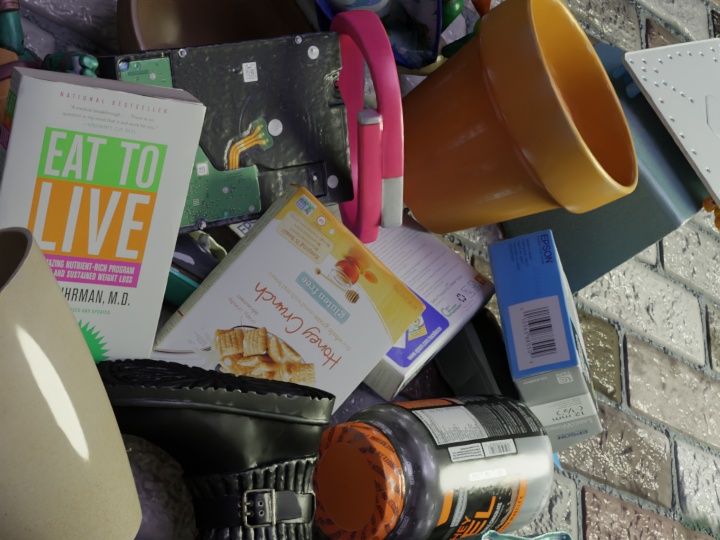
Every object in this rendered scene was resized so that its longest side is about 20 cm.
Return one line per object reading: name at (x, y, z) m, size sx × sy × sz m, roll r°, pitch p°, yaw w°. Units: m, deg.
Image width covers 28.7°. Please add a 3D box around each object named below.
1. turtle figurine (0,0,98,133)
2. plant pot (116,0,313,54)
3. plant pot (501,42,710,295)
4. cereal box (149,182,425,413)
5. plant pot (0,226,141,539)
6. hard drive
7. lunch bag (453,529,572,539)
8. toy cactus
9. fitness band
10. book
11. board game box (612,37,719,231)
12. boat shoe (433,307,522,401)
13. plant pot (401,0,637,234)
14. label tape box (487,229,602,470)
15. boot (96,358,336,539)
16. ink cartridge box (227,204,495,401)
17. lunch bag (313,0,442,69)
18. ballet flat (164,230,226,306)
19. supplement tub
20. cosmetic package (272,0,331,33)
turtle figurine at (-0.270, -0.140, 1.037) m, size 0.149 × 0.101 × 0.201 m, roll -23°, pitch 82°, yaw -7°
plant pot at (-0.132, -0.171, 1.187) m, size 0.200 × 0.092 × 0.202 m, roll 22°, pitch 54°, yaw -34°
plant pot at (0.245, -0.117, 1.461) m, size 0.201 × 0.196 × 0.196 m, roll 55°, pitch 42°, yaw 1°
cereal box at (-0.066, 0.054, 1.088) m, size 0.144 × 0.040 × 0.200 m, roll 43°, pitch 85°, yaw -18°
plant pot at (-0.233, 0.109, 0.898) m, size 0.201 × 0.186 × 0.188 m, roll 59°, pitch 40°, yaw -24°
hard drive at (-0.100, -0.107, 1.089) m, size 0.199 × 0.038 × 0.141 m, roll -14°, pitch 103°, yaw -34°
lunch bag at (0.088, 0.315, 1.087) m, size 0.121 × 0.170 × 0.202 m, roll 8°, pitch 67°, yaw -37°
toy cactus at (0.098, -0.224, 1.384) m, size 0.102 × 0.164 × 0.201 m, roll -51°, pitch 129°, yaw -40°
fitness band at (0.000, -0.116, 1.168) m, size 0.037 × 0.201 × 0.144 m, roll -8°, pitch 38°, yaw -12°
book at (-0.197, -0.034, 0.989) m, size 0.133 × 0.048 × 0.201 m, roll 5°, pitch 108°, yaw -30°
board game box at (0.365, -0.142, 1.426) m, size 0.199 × 0.026 × 0.201 m, roll -16°, pitch 70°, yaw -45°
boat shoe at (0.126, 0.124, 1.296) m, size 0.060 × 0.075 × 0.201 m, roll -5°, pitch 73°, yaw -39°
plant pot at (0.124, -0.126, 1.271) m, size 0.200 × 0.182 × 0.201 m, roll 44°, pitch 32°, yaw -38°
label tape box at (0.177, 0.078, 1.299) m, size 0.200 × 0.066 × 0.144 m, roll 57°, pitch 21°, yaw -53°
boot at (-0.118, 0.154, 1.016) m, size 0.210 × 0.079 × 0.159 m, roll 11°, pitch 94°, yaw -25°
ink cartridge box at (0.000, 0.000, 1.231) m, size 0.200 × 0.043 × 0.198 m, roll 41°, pitch 36°, yaw 9°
lunch bag at (0.009, -0.287, 1.218) m, size 0.200 × 0.127 × 0.171 m, roll 38°, pitch 37°, yaw -63°
ballet flat at (-0.109, 0.017, 1.129) m, size 0.200 × 0.073 × 0.073 m, roll 38°, pitch 47°, yaw -21°
supplement tub at (0.058, 0.169, 1.170) m, size 0.199 × 0.122 × 0.123 m, roll 0°, pitch 69°, yaw -44°
cosmetic package at (-0.025, -0.258, 1.332) m, size 0.071 × 0.101 × 0.200 m, roll 55°, pitch 42°, yaw -5°
